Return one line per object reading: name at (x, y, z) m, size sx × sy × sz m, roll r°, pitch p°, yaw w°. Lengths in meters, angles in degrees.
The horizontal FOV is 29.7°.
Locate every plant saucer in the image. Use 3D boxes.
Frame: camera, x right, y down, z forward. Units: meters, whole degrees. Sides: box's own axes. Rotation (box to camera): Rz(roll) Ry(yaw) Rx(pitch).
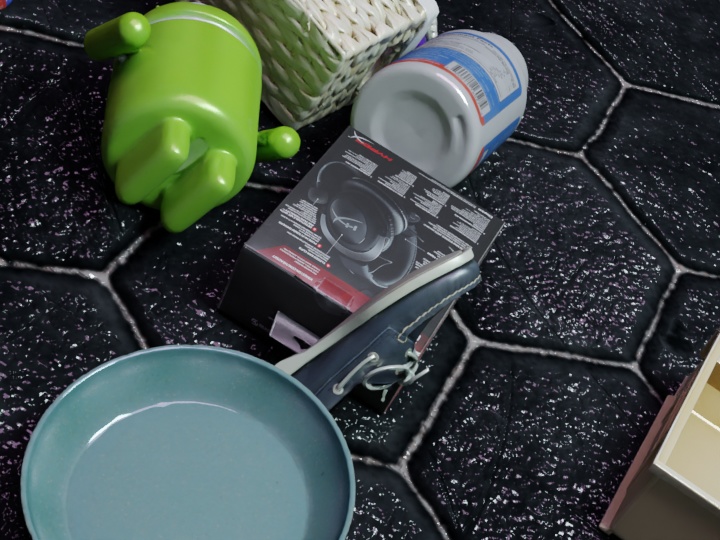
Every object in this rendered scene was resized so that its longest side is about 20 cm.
plant saucer at (-0.104, 0.135, 0.828) m, size 0.200 × 0.036 × 0.200 m, roll 5°, pitch 48°, yaw -6°

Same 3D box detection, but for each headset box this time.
headset box at (0.000, 0.000, 1.019) m, size 0.149 × 0.077 × 0.200 m, roll 31°, pitch 44°, yaw 4°

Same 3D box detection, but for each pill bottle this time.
pill bottle at (0.077, -0.142, 1.155) m, size 0.112 × 0.112 × 0.200 m, roll 35°, pitch 29°, yaw 8°

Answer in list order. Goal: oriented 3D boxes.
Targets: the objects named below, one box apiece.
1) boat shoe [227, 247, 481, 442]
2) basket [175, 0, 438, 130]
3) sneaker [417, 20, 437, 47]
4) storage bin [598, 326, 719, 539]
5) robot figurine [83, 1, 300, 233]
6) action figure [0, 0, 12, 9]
boat shoe at (0.003, 0.059, 0.898) m, size 0.062 × 0.200 × 0.075 m, roll 55°, pitch 6°, yaw 4°
basket at (-0.058, -0.235, 1.153) m, size 0.123 × 0.136 × 0.200 m, roll -36°, pitch 83°, yaw -37°
sneaker at (0.000, -0.274, 1.250) m, size 0.070 × 0.099 × 0.200 m, roll -87°, pitch 153°, yaw -49°
storage bin at (0.310, 0.165, 1.004) m, size 0.200 × 0.094 × 0.199 m, roll 34°, pitch 44°, yaw 8°
robot figurine at (-0.135, -0.125, 1.041) m, size 0.175 × 0.116 × 0.200 m, roll 33°, pitch 37°, yaw -28°
action figure at (-0.290, -0.276, 1.160) m, size 0.065 × 0.052 × 0.200 m, roll 25°, pitch 41°, yaw 3°
